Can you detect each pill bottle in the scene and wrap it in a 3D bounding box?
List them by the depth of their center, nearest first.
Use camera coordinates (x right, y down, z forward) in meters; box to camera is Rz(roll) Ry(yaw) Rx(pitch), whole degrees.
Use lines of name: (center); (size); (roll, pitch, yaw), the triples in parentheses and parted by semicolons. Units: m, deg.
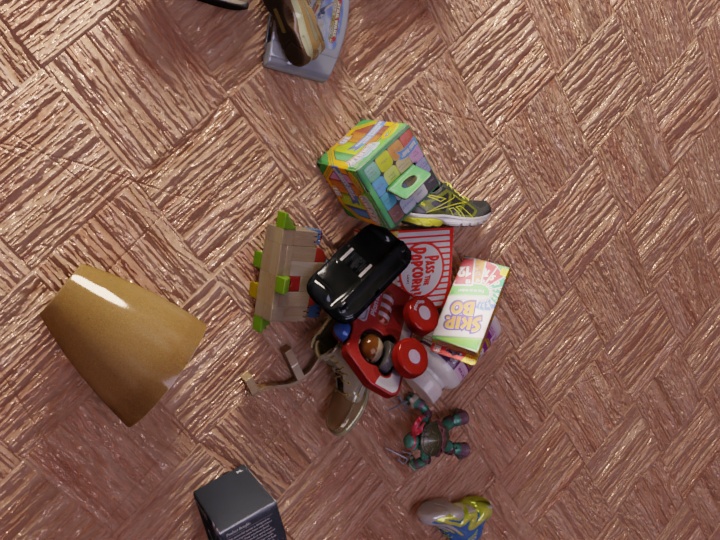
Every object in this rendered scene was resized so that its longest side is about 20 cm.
pill bottle: (0.173, 0.153, 1.449); (0.201, 0.112, 0.113); (-48, 119, -13)

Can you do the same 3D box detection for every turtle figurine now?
turtle figurine: (0.132, 0.327, 1.477); (0.196, 0.100, 0.154); (6, 98, -37)

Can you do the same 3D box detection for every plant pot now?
plant pot: (-0.358, 0.091, 1.099); (0.199, 0.186, 0.188); (42, 79, -17)

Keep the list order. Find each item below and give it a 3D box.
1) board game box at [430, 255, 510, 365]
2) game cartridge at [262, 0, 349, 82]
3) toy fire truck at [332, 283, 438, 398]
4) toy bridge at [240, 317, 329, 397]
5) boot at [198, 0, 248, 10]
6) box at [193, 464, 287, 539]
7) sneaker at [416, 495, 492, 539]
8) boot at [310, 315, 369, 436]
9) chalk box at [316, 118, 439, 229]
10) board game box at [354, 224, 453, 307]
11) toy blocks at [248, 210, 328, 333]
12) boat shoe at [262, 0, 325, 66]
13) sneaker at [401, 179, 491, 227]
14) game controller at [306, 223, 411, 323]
board game box: (0.204, 0.072, 1.405); (0.204, 0.093, 0.030); (-66, 155, -20)
game cartridge: (-0.083, -0.418, 1.220); (0.130, 0.041, 0.206); (7, 97, -27)
toy fire truck: (0.030, 0.104, 1.282); (0.166, 0.112, 0.204); (31, 56, -18)
toy bridge: (-0.120, 0.165, 1.329); (0.198, 0.027, 0.068); (-34, 117, -21)
boot: (-0.238, -0.481, 1.091); (0.196, 0.073, 0.155); (9, 97, -35)
box: (-0.191, 0.468, 1.283); (0.105, 0.147, 0.205); (-22, 111, -24)
sneaker: (0.195, 0.536, 1.568); (0.195, 0.075, 0.108); (6, 98, -32)
boot: (-0.037, 0.181, 1.332); (0.154, 0.071, 0.204); (37, 75, -50)
chalk box: (0.038, -0.161, 1.249); (0.124, 0.199, 0.125); (-42, 118, -15)
board game box: (0.080, -0.003, 1.398); (0.195, 0.046, 0.156); (-6, 104, -29)
toy blocks: (-0.102, 0.005, 1.278); (0.134, 0.099, 0.206); (2, 101, -42)
boat shoe: (-0.106, -0.424, 1.154); (0.076, 0.071, 0.204); (-38, 127, -30)
sneaker: (0.166, -0.127, 1.405); (0.195, 0.074, 0.087); (-6, 103, -29)
game controller: (0.000, 0.000, 1.265); (0.200, 0.103, 0.043); (-43, 158, -32)
